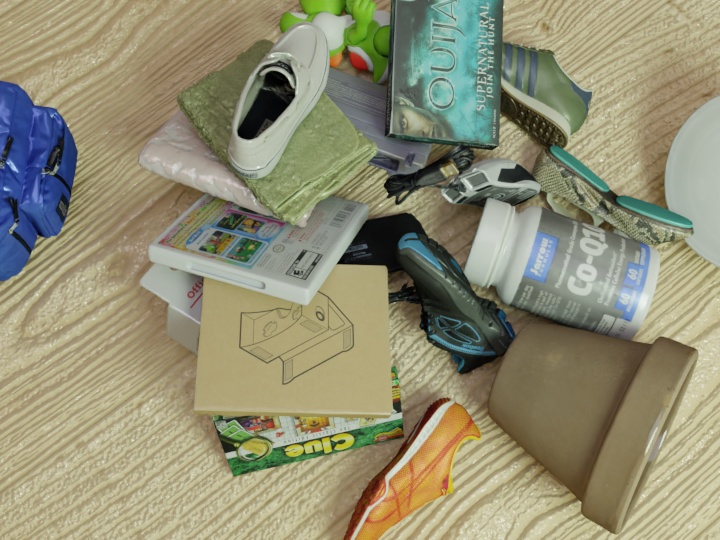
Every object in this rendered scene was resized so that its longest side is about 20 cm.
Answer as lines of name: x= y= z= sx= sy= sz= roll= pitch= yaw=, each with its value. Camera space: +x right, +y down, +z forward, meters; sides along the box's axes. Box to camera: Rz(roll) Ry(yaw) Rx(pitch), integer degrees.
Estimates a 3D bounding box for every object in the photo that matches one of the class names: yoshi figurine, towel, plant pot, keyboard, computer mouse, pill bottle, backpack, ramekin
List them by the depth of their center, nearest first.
plant pot: x=0.232 y=0.138 z=0.912 sx=0.172 sy=0.201 sz=0.202 roll=26 pitch=75 yaw=24
towel: x=-0.092 y=-0.153 z=0.947 sx=0.148 sy=0.037 sz=0.200 roll=-38 pitch=74 yaw=-22
ramekin: x=0.448 y=-0.100 z=0.967 sx=0.093 sy=0.202 sz=0.206 roll=-8 pitch=70 yaw=-42
backpack: x=-0.410 y=-0.091 z=0.969 sx=0.164 sy=0.163 sz=0.205 roll=9 pitch=74 yaw=-1
pill bottle: x=0.218 y=-0.003 z=0.973 sx=0.196 sy=0.114 sz=0.116 roll=19 pitch=75 yaw=5
computer mouse: x=0.125 y=-0.103 z=0.979 sx=0.197 sy=0.109 sz=0.045 roll=2 pitch=68 yaw=-46
keyboard: x=0.000 y=0.000 z=0.980 sx=0.196 sy=0.021 sz=0.129 roll=-13 pitch=56 yaw=-23
towel: x=-0.125 y=-0.143 z=1.004 sx=0.196 sy=0.033 sz=0.193 roll=19 pitch=43 yaw=4
yoshi figurine: x=0.001 y=-0.310 z=1.066 sx=0.195 sy=0.113 sz=0.114 roll=11 pitch=59 yaw=5

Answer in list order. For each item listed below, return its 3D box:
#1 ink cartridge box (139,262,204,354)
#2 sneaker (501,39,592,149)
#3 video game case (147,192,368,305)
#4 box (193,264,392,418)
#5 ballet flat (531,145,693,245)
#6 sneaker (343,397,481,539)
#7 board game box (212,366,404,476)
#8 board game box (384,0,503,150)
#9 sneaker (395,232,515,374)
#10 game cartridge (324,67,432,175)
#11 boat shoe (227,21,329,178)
ink cartridge box: x=-0.133 y=0.045 z=0.965 sx=0.198 sy=0.067 sz=0.116 roll=32 pitch=55 yaw=8
sneaker: x=0.196 y=-0.240 z=1.067 sx=0.199 sy=0.067 sz=0.090 roll=42 pitch=71 yaw=10
video game case: x=-0.103 y=-0.043 z=0.953 sx=0.178 sy=0.024 sz=0.201 roll=14 pitch=33 yaw=13
box: x=-0.067 y=0.068 z=0.896 sx=0.195 sy=0.021 sz=0.167 roll=2 pitch=63 yaw=-6
ballet flat: x=0.283 y=-0.069 z=1.017 sx=0.198 sy=0.067 sz=0.076 roll=33 pitch=116 yaw=20
sneaker: x=0.056 y=0.230 z=0.933 sx=0.077 sy=0.073 sz=0.200 roll=42 pitch=81 yaw=0
board game box: x=-0.051 y=0.163 z=0.935 sx=0.195 sy=0.106 sz=0.024 roll=-13 pitch=47 yaw=-4
board game box: x=0.097 y=-0.246 z=1.000 sx=0.132 sy=0.028 sz=0.205 roll=3 pitch=85 yaw=-13
sneaker: x=0.091 y=0.043 z=0.932 sx=0.081 sy=0.200 sz=0.074 roll=-34 pitch=33 yaw=15
game cartridge: x=-0.007 y=-0.180 z=1.031 sx=0.196 sy=0.039 sz=0.131 roll=21 pitch=39 yaw=4
boat shoe: x=-0.085 y=-0.192 z=0.910 sx=0.071 sy=0.066 sz=0.202 roll=24 pitch=64 yaw=7
